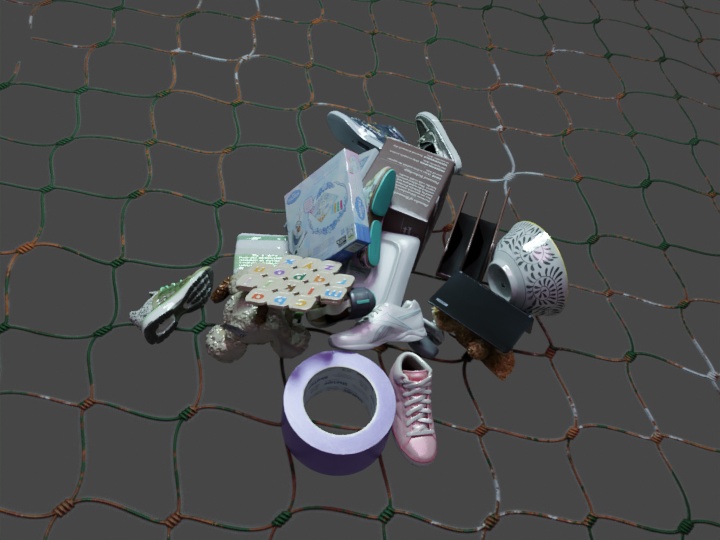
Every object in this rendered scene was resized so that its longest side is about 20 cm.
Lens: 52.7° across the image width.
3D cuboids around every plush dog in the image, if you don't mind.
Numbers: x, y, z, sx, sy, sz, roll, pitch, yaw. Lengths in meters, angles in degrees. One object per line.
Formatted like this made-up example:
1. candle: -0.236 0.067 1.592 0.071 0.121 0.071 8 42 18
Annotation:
1. plush dog: -0.195 0.060 1.356 0.197 0.162 0.173 -4 46 -12

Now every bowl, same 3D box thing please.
1. bowl: 0.316 0.012 1.454 0.093 0.202 0.202 -20 56 -19

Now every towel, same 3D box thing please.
1. towel: -0.186 0.011 1.483 0.147 0.031 0.202 2 53 -6

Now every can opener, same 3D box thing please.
1. can opener: 0.080 0.094 1.440 0.199 0.053 0.066 35 55 18

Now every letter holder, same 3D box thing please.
1. letter holder: 0.246 -0.087 1.557 0.099 0.143 0.201 19 51 7

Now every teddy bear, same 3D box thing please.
1. teddy bear: 0.220 0.122 1.401 0.200 0.145 0.067 42 101 22

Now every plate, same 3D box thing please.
1. plate: 0.000 0.000 1.448 0.197 0.032 0.203 13 71 18

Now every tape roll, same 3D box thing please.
1. tape roll: -0.039 0.247 1.275 0.197 0.086 0.202 5 51 -6

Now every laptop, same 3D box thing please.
1. laptop: 0.237 0.091 1.416 0.176 0.200 0.104 34 82 17

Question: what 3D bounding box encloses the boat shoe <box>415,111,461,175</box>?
1. boat shoe: 0.174 -0.310 1.773 0.063 0.071 0.201 -15 57 -22

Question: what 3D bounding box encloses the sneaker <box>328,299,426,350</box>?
1. sneaker: 0.029 0.102 1.356 0.198 0.070 0.082 -10 96 -25

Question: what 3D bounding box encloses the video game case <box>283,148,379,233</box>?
1. video game case: -0.062 -0.173 1.575 0.022 0.181 0.201 50 46 -26

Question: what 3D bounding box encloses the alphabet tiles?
1. alphabet tiles: -0.115 0.023 1.296 0.197 0.015 0.196 8 26 13

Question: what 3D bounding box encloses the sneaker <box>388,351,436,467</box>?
1. sneaker: 0.094 0.238 1.293 0.074 0.105 0.202 -2 52 -13

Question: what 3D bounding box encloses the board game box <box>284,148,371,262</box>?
1. board game box: -0.070 -0.103 1.434 0.043 0.199 0.202 14 57 -40

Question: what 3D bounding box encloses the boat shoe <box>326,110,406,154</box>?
1. boat shoe: 0.015 -0.334 1.771 0.199 0.071 0.091 38 53 12

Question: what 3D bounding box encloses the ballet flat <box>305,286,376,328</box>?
1. ballet flat: -0.057 0.070 1.352 0.072 0.199 0.074 13 70 -40

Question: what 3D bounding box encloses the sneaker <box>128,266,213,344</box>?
1. sneaker: -0.364 0.048 1.394 0.088 0.078 0.200 26 49 23

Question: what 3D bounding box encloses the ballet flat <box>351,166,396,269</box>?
1. ballet flat: 0.016 -0.105 1.416 0.070 0.203 0.069 10 0 35

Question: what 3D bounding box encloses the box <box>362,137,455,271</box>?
1. box: 0.086 -0.143 1.559 0.162 0.167 0.201 21 51 8
